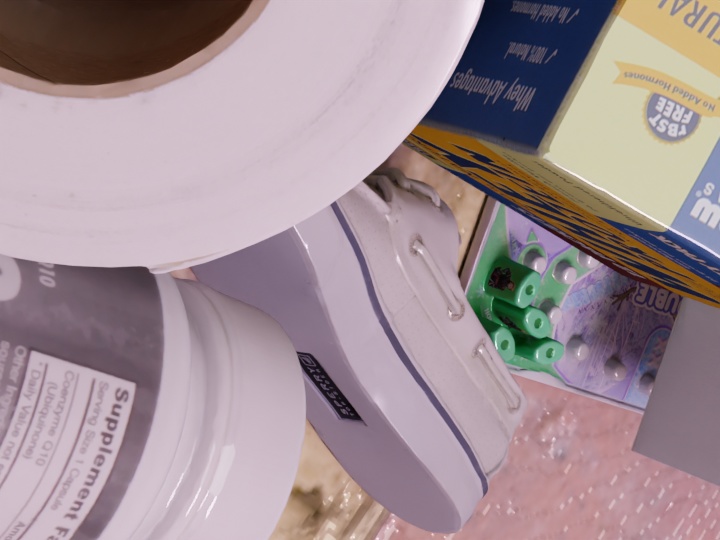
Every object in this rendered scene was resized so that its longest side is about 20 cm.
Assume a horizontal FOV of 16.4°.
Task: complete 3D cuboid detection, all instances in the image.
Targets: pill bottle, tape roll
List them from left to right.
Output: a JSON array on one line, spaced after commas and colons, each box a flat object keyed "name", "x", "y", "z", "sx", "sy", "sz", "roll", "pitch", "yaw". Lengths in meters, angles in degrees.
[{"name": "pill bottle", "x": -0.121, "y": 0.028, "z": 0.704, "sx": 0.200, "sy": 0.114, "sz": 0.114, "roll": 21, "pitch": 91, "yaw": -37}, {"name": "tape roll", "x": -0.061, "y": -0.118, "z": 0.641, "sx": 0.202, "sy": 0.139, "sz": 0.203, "roll": 2, "pitch": 114, "yaw": 4}]

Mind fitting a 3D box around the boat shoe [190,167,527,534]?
[{"name": "boat shoe", "x": 0.000, "y": 0.000, "z": 0.823, "sx": 0.070, "sy": 0.071, "sz": 0.200, "roll": -53, "pitch": 128, "yaw": -25}]

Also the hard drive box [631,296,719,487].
[{"name": "hard drive box", "x": 0.208, "y": 0.019, "z": 0.924, "sx": 0.200, "sy": 0.077, "sz": 0.156, "roll": 17, "pitch": 93, "yaw": -49}]

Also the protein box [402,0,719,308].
[{"name": "protein box", "x": 0.116, "y": -0.101, "z": 0.769, "sx": 0.135, "sy": 0.199, "sz": 0.200, "roll": 29, "pitch": 89, "yaw": -20}]

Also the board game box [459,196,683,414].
[{"name": "board game box", "x": 0.142, "y": -0.039, "z": 0.935, "sx": 0.200, "sy": 0.026, "sz": 0.200, "roll": 18, "pitch": 92, "yaw": -37}]
